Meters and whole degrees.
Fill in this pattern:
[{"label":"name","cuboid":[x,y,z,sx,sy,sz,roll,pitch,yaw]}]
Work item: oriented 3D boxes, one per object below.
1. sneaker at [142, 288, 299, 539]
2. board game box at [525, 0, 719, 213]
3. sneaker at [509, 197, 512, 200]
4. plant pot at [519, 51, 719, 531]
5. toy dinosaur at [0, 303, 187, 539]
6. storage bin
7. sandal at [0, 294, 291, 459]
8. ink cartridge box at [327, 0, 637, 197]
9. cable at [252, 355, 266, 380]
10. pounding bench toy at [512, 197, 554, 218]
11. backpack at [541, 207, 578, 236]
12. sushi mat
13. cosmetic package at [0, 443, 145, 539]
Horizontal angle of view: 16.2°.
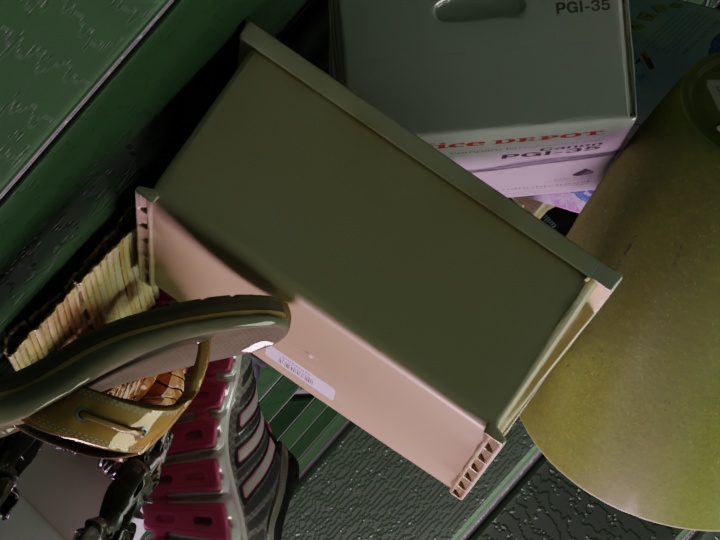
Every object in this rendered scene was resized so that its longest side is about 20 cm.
[{"label":"sneaker","cuboid":[-0.079,0.091,1.395,0.073,0.201,0.087,-8,172,25]},{"label":"board game box","cuboid":[0.126,-0.109,1.488,0.200,0.199,0.041,-42,141,-45]},{"label":"sneaker","cuboid":[0.000,0.000,1.447,0.199,0.078,0.070,-19,-134,24]},{"label":"plant pot","cuboid":[0.184,-0.005,1.276,0.187,0.187,0.201,-43,155,-41]},{"label":"toy dinosaur","cuboid":[-0.132,0.070,1.260,0.136,0.102,0.200,-61,158,-12]},{"label":"storage bin","cuboid":[0.001,0.005,1.192,0.094,0.199,0.199,-55,176,-13]},{"label":"sandal","cuboid":[-0.121,0.061,1.096,0.199,0.054,0.080,-21,172,-12]},{"label":"ink cartridge box","cuboid":[0.057,-0.091,1.285,0.145,0.083,0.200,-5,172,0]},{"label":"cable","cuboid":[-0.120,0.091,1.734,0.164,0.051,0.200,-54,171,2]},{"label":"pounding bench toy","cuboid":[0.028,-0.030,1.598,0.156,0.124,0.200,-49,174,13]},{"label":"backpack","cuboid":[0.067,-0.001,1.836,0.151,0.177,0.200,-56,168,22]},{"label":"sushi mat","cuboid":[-0.138,0.023,1.273,0.096,0.012,0.200,-46,173,-10]},{"label":"cosmetic package","cuboid":[-0.170,0.133,1.418,0.113,0.081,0.200,-49,175,26]}]
